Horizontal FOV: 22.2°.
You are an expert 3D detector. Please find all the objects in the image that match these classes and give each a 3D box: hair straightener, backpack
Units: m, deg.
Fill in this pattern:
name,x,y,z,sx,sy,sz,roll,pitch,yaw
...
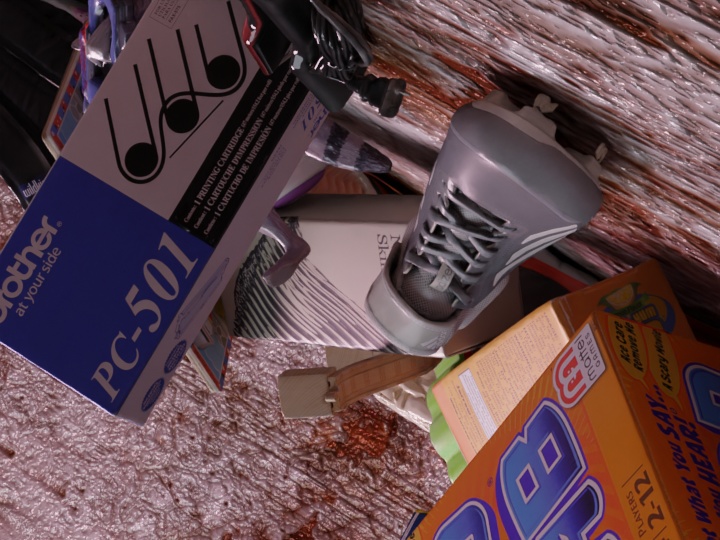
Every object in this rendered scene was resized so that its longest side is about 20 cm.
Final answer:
name,x,y,z,sx,sy,sz,roll,pitch,yaw
hair straightener,-0.010,-0.095,0.713,0.077,0.041,0.200,31,173,5
backpack,-0.220,-0.121,1.344,0.200,0.167,0.127,37,-178,-3

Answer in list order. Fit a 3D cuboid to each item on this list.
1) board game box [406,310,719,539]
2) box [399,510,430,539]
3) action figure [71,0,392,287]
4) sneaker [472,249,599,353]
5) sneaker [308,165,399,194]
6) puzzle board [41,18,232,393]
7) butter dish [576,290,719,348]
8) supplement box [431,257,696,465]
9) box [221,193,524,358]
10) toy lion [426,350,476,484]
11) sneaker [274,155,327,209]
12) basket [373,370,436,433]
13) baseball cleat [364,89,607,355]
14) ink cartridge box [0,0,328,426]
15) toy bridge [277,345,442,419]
name,x,y,z,sx,sy,sz,roll,pitch,yaw
board game box,0.158,0.178,0.860,0.199,0.200,0.200,17,-144,-28
box,0.085,0.191,1.094,0.064,0.070,0.200,36,162,-19
action figure,-0.086,-0.072,0.992,0.104,0.201,0.193,-25,-131,-37
sneaker,0.103,0.028,1.154,0.200,0.082,0.077,33,177,-29
sneaker,-0.017,-0.042,1.297,0.200,0.072,0.080,27,180,-44
puzzle board,-0.124,-0.043,1.128,0.201,0.017,0.151,59,-162,-28
butter dish,0.209,0.125,1.060,0.199,0.148,0.200,32,177,-42
supplement box,0.107,0.058,0.990,0.069,0.066,0.200,65,159,11
box,0.000,0.000,1.077,0.068,0.083,0.199,-17,-168,-39
toy lion,0.135,0.101,1.184,0.191,0.069,0.200,40,-140,-5
sneaker,-0.077,-0.102,1.154,0.100,0.075,0.200,57,171,-19
basket,0.116,0.081,1.367,0.199,0.136,0.123,28,180,34
baseball cleat,0.049,-0.011,0.769,0.070,0.107,0.200,35,176,7
ink cartridge box,-0.095,-0.038,0.872,0.094,0.201,0.044,30,177,15
toy bridge,0.012,0.050,1.098,0.067,0.027,0.200,-5,-170,18
